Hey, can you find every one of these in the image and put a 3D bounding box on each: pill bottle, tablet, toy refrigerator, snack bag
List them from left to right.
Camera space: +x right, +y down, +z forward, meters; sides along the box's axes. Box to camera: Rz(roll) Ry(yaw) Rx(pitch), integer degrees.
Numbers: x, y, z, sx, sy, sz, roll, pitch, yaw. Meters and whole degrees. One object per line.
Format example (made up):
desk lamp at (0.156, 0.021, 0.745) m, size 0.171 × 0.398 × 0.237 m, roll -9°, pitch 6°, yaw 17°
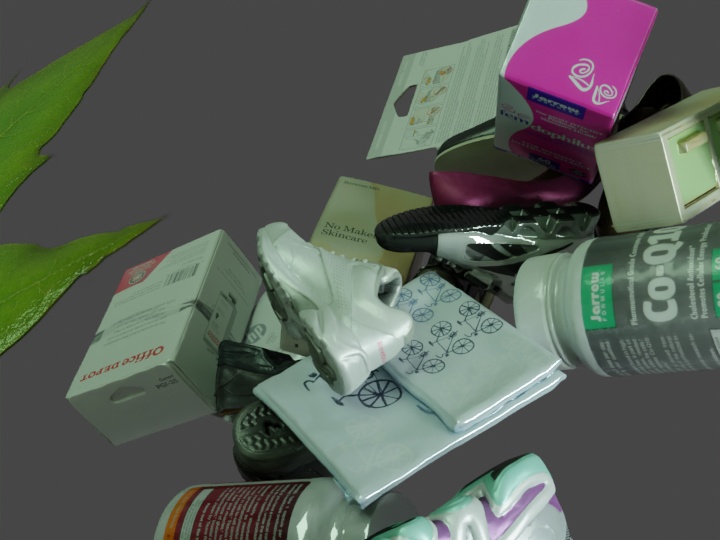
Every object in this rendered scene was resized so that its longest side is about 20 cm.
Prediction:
tablet at (-0.092, 0.073, 1.266) m, size 0.130 × 0.014 × 0.200 m, roll 11°, pitch 54°, yaw 46°
pill bottle at (-0.056, 0.221, 0.967) m, size 0.199 × 0.113 × 0.113 m, roll -9°, pitch 41°, yaw 32°
snack bag at (0.030, 0.085, 0.976) m, size 0.199 × 0.022 × 0.188 m, roll -29°, pitch 37°, yaw -18°
pill bottle at (0.229, 0.025, 0.970) m, size 0.199 × 0.113 × 0.114 m, roll -9°, pitch 41°, yaw 33°
toy refrigerator at (0.281, -0.100, 1.033) m, size 0.070 × 0.077 × 0.199 m, roll -7°, pitch 13°, yaw 44°

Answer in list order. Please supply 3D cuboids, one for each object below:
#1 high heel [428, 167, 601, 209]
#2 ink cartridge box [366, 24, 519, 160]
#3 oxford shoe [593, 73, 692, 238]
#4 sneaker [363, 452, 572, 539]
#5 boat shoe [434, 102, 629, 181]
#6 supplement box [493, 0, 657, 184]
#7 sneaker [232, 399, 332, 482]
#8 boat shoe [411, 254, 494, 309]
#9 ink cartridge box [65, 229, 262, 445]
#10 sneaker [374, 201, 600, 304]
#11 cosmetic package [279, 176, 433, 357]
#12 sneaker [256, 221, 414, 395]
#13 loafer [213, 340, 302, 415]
high heel at (0.155, -0.093, 1.161) m, size 0.200 × 0.097 × 0.067 m, roll -35°, pitch 11°, yaw -30°
ink cartridge box at (0.113, -0.188, 1.385) m, size 0.175 × 0.045 × 0.201 m, roll -11°, pitch 40°, yaw 28°
oxford shoe at (0.254, -0.102, 1.133) m, size 0.072 × 0.085 × 0.201 m, roll 0°, pitch 48°, yaw 37°
sneaker at (0.074, 0.228, 0.849) m, size 0.199 × 0.141 × 0.078 m, roll -25°, pitch -8°, yaw -18°
boat shoe at (0.171, -0.135, 1.244) m, size 0.200 × 0.074 × 0.063 m, roll -14°, pitch 50°, yaw 15°
supplement box at (0.179, -0.161, 1.061) m, size 0.101 × 0.200 × 0.104 m, roll 22°, pitch 80°, yaw 10°
sneaker at (-0.013, 0.147, 1.057) m, size 0.198 × 0.115 × 0.077 m, roll -12°, pitch 57°, yaw -15°
boat shoe at (0.079, 0.022, 1.139) m, size 0.073 × 0.065 × 0.201 m, roll -17°, pitch 37°, yaw 26°
ink cartridge box at (-0.200, 0.069, 1.281) m, size 0.146 × 0.083 × 0.201 m, roll -20°, pitch 34°, yaw 28°
sneaker at (0.110, -0.010, 1.082) m, size 0.198 × 0.089 × 0.074 m, roll 0°, pitch 21°, yaw -5°
cosmetic package at (0.000, 0.000, 1.166) m, size 0.104 × 0.071 × 0.201 m, roll 13°, pitch 38°, yaw 5°
sneaker at (-0.018, 0.019, 1.016) m, size 0.099 × 0.078 × 0.200 m, roll -25°, pitch 44°, yaw -14°
loafer at (-0.054, 0.117, 1.146) m, size 0.199 × 0.073 × 0.073 m, roll 9°, pitch 84°, yaw 39°
